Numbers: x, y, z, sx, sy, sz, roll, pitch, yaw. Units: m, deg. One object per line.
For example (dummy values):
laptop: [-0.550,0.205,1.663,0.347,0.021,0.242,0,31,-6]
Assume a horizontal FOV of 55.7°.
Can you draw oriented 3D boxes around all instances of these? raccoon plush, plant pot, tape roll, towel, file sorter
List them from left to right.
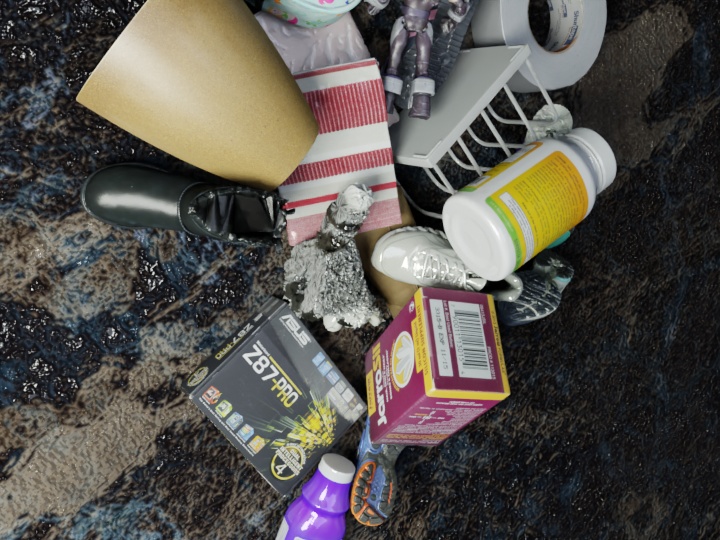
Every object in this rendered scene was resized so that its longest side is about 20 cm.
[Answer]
plant pot: [-0.143,-0.177,0.684,0.199,0.186,0.187,39,80,-22]
towel: [-0.065,-0.223,0.822,0.190,0.032,0.201,-38,115,-17]
towel: [-0.033,-0.135,0.800,0.142,0.023,0.203,-12,114,-5]
raccoon plush: [0.000,0.000,0.822,0.133,0.098,0.200,10,137,-40]
file sorter: [0.137,-0.174,0.884,0.200,0.138,0.125,-48,121,-13]
tape roll: [0.252,-0.356,0.955,0.198,0.066,0.203,-5,101,-28]

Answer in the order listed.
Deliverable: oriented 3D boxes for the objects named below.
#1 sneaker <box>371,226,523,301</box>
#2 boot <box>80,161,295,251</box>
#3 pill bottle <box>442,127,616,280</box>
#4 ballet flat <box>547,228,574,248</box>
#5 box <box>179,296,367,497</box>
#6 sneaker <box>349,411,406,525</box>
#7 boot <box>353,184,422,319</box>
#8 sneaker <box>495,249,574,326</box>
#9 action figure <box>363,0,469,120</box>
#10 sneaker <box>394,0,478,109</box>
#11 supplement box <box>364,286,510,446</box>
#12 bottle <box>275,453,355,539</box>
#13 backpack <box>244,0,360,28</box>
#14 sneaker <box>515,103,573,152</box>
sneaker: [0.112,-0.004,0.850,0.197,0.081,0.076,10,106,-13]
boot: [-0.180,-0.066,0.710,0.196,0.162,0.074,7,96,-30]
pill bottle: [0.203,-0.085,0.802,0.199,0.111,0.112,-34,114,-19]
ballet flat: [0.270,-0.080,0.962,0.068,0.200,0.072,0,82,8]
box: [-0.104,0.161,0.862,0.161,0.049,0.201,-44,117,-19]
sneaker: [0.023,0.243,0.940,0.075,0.078,0.202,27,69,-12]
boot: [0.084,-0.023,0.908,0.174,0.066,0.202,-30,113,-6]
sneaker: [0.249,0.046,0.991,0.199,0.077,0.087,-28,148,-48]
action figure: [0.060,-0.284,0.795,0.128,0.069,0.203,10,105,-6]
sneaker: [0.090,-0.305,0.872,0.070,0.082,0.202,22,105,-26]
supplement box: [0.086,0.126,0.850,0.102,0.200,0.132,6,58,-19]
bottle: [-0.063,0.338,0.891,0.083,0.065,0.202,14,103,-29]
backpack: [-0.068,-0.363,0.714,0.198,0.150,0.180,25,85,-24]
sneaker: [0.243,-0.138,0.987,0.201,0.069,0.099,-55,165,14]
